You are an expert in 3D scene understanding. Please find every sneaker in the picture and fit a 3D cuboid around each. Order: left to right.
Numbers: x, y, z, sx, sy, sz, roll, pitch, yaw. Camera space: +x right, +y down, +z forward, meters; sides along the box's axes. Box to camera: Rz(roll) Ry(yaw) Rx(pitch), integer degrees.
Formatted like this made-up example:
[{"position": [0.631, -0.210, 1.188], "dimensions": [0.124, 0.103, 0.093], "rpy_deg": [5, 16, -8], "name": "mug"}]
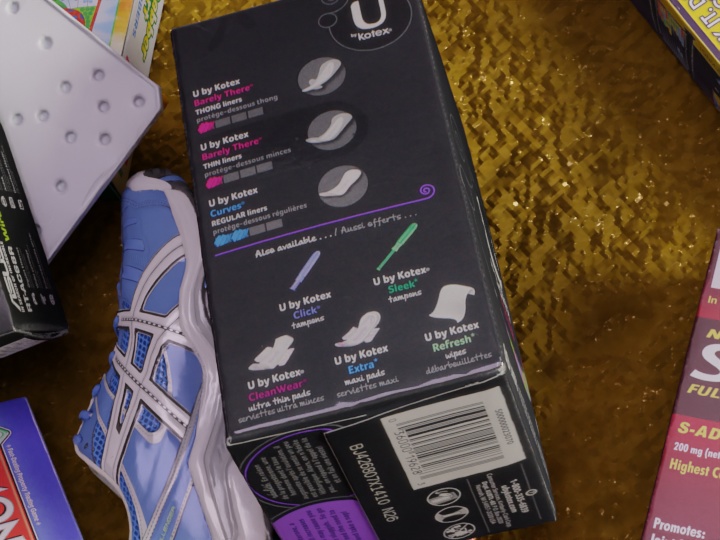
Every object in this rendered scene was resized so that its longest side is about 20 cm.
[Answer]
[{"position": [-0.082, 0.049, 0.860], "dimensions": [0.077, 0.076, 0.200], "rpy_deg": [-12, 65, 1], "name": "sneaker"}]

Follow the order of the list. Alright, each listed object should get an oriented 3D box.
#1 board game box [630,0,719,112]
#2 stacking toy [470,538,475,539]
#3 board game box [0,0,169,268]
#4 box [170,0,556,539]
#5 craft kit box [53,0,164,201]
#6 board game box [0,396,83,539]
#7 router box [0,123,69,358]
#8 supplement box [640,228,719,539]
[{"position": [0.221, -0.117, 0.881], "dimensions": [0.165, 0.057, 0.200], "rpy_deg": [-33, 67, -1], "name": "board game box"}, {"position": [0.042, 0.170, 0.788], "dimensions": [0.116, 0.110, 0.200], "rpy_deg": [-17, 52, 3], "name": "stacking toy"}, {"position": [-0.213, -0.055, 0.910], "dimensions": [0.200, 0.026, 0.200], "rpy_deg": [39, 96, 12], "name": "board game box"}, {"position": [0.000, 0.000, 0.821], "dimensions": [0.106, 0.122, 0.200], "rpy_deg": [-15, 55, 5], "name": "box"}, {"position": [-0.191, -0.135, 0.974], "dimensions": [0.200, 0.049, 0.198], "rpy_deg": [5, 72, 13], "name": "craft kit box"}, {"position": [-0.168, 0.136, 0.805], "dimensions": [0.134, 0.029, 0.200], "rpy_deg": [-14, 41, -17], "name": "board game box"}, {"position": [-0.226, -0.041, 0.867], "dimensions": [0.150, 0.062, 0.200], "rpy_deg": [-21, 83, 12], "name": "router box"}, {"position": [0.168, 0.092, 0.804], "dimensions": [0.109, 0.061, 0.200], "rpy_deg": [11, 70, 15], "name": "supplement box"}]
